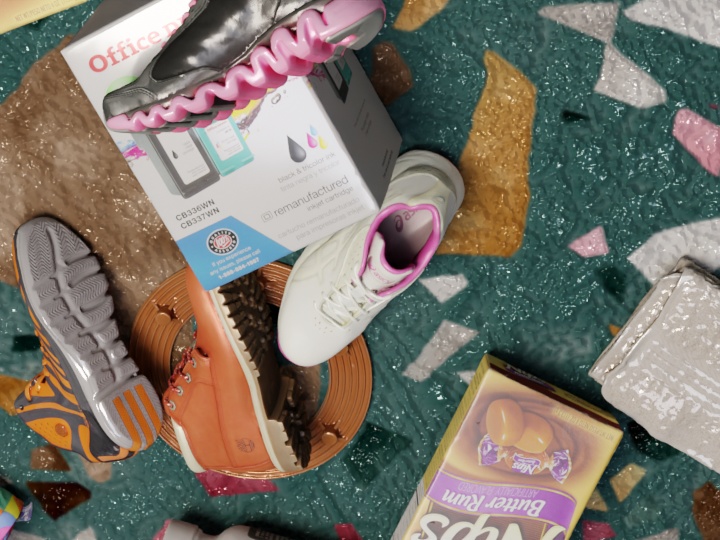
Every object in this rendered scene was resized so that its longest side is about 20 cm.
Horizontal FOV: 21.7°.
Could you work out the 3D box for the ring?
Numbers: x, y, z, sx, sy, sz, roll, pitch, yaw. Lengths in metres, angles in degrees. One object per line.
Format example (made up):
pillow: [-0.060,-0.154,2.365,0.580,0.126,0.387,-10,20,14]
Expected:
ring: [-0.090,0.083,1.495,0.199,0.019,0.201,3,116,6]

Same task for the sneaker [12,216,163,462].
sneaker: [-0.241,0.064,1.475,0.112,0.077,0.201,-23,90,43]

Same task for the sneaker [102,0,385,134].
sneaker: [-0.085,-0.155,1.200,0.199,0.079,0.096,-26,86,15]

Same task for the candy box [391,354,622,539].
candy box: [0.105,0.182,1.457,0.116,0.056,0.201,25,100,-4]

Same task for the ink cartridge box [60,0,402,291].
ink cartridge box: [-0.086,-0.123,1.323,0.146,0.146,0.200,-25,109,18]

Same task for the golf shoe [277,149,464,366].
golf shoe: [0.000,0.000,1.396,0.075,0.092,0.200,33,111,-11]

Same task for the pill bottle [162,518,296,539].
pill bottle: [-0.072,0.274,1.531,0.199,0.116,0.116,16,117,1]

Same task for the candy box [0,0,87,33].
candy box: [-0.301,-0.221,1.358,0.199,0.057,0.117,-18,112,14]

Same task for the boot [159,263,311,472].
boot: [-0.115,0.073,1.447,0.107,0.075,0.201,-8,115,17]

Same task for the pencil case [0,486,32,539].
pencil case: [-0.369,0.173,1.543,0.200,0.088,0.088,37,115,-9]

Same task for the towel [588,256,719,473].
towel: [0.287,0.088,1.436,0.199,0.035,0.133,30,117,-7]
